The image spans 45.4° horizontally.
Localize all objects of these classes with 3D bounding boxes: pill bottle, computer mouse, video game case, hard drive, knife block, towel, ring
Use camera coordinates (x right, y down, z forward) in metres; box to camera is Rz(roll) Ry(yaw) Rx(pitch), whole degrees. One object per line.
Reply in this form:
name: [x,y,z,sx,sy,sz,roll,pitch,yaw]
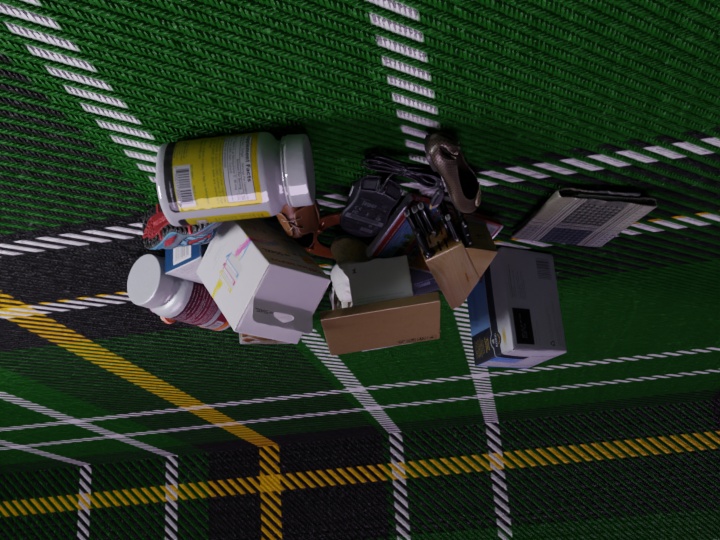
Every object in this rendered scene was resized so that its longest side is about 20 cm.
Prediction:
pill bottle: [-0.165,-0.125,1.161,0.197,0.116,0.114,-5,159,4]
computer mouse: [0.050,-0.115,1.320,0.139,0.046,0.201,12,147,-8]
video game case: [0.126,-0.054,1.458,0.198,0.018,0.143,13,132,-31]
hard drive: [0.116,-0.011,1.584,0.133,0.043,0.200,-18,156,1]
knife block: [0.126,-0.030,1.421,0.174,0.064,0.201,7,135,-25]
towel: [0.381,-0.094,1.482,0.190,0.035,0.200,5,160,-15]
ring: [-0.012,-0.055,1.511,0.198,0.019,0.201,-4,159,-2]
pill bottle: [-0.317,0.039,1.568,0.109,0.111,0.199,-18,155,33]

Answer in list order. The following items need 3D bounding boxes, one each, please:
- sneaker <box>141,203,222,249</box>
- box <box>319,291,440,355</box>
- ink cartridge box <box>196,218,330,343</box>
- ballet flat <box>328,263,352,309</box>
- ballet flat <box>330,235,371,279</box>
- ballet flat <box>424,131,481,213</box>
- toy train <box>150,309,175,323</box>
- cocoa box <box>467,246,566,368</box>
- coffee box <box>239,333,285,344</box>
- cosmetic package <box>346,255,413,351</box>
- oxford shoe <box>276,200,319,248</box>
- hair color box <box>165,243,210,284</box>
sneaker: [-0.255,-0.083,1.336,0.095,0.080,0.199,3,169,-44]
box: [0.037,0.092,1.449,0.197,0.021,0.164,-9,153,0]
ink cartridge box: [-0.151,0.016,1.368,0.128,0.200,0.126,14,112,-40]
ballet flat: [-0.028,0.041,1.695,0.069,0.070,0.200,-1,159,-8]
ballet flat: [0.000,0.000,1.540,0.070,0.072,0.200,-9,158,13]
ballet flat: [0.146,-0.142,1.255,0.046,0.068,0.200,-8,153,23]
toy train: [-0.350,0.071,1.725,0.198,0.056,0.150,7,157,-26]
cocoa box: [0.294,0.076,1.658,0.132,0.202,0.131,6,158,-26]
coffee box: [-0.188,0.086,1.758,0.113,0.081,0.200,0,159,-11]
cosmetic package: [0.038,0.060,1.508,0.106,0.086,0.200,-10,154,1]
oxford shoe: [-0.101,-0.093,1.323,0.070,0.072,0.200,-7,158,13]
hair color box: [-0.235,-0.013,1.517,0.099,0.061,0.199,-20,154,36]
